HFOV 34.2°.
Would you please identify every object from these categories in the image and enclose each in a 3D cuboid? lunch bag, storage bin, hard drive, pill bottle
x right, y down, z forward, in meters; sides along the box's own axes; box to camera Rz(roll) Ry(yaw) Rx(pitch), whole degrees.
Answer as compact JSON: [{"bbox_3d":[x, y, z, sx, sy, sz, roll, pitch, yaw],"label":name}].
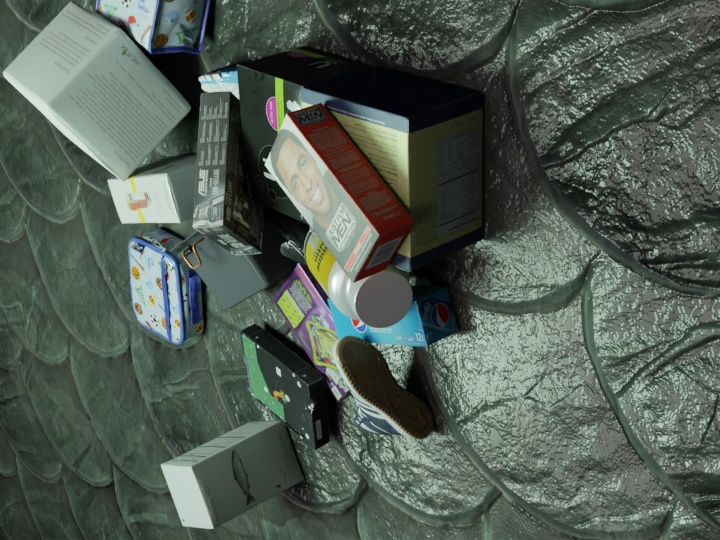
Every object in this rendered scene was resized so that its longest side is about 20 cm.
[{"bbox_3d":[-0.350,0.027,2.121,0.160,0.075,0.201,26,128,39],"label":"lunch bag"},{"bbox_3d":[-0.196,-0.023,1.858,0.135,0.145,0.200,57,144,-3],"label":"storage bin"},{"bbox_3d":[-0.124,0.190,1.933,0.200,0.038,0.140,32,137,43],"label":"hard drive"},{"bbox_3d":[0.000,0.000,1.579,0.200,0.112,0.112,-130,33,-61],"label":"pill bottle"},{"bbox_3d":[-0.313,-0.454,1.784,0.170,0.124,0.200,39,124,33],"label":"lunch bag"}]

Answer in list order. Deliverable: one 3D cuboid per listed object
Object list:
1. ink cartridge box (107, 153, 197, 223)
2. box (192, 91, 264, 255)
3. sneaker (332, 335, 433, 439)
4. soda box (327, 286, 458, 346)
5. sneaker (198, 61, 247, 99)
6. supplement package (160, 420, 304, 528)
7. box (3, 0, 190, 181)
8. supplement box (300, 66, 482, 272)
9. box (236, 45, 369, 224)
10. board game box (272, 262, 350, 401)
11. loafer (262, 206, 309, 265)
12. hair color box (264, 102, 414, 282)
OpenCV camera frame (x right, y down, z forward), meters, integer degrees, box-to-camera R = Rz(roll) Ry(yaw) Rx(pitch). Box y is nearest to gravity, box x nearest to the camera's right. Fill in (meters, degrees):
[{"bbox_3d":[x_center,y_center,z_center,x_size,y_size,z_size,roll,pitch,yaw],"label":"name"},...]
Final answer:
[{"bbox_3d":[-0.296,-0.135,1.908,0.200,0.145,0.084,3,112,51],"label":"ink cartridge box"},{"bbox_3d":[-0.185,-0.137,1.690,0.050,0.158,0.201,-2,77,16],"label":"box"},{"bbox_3d":[0.009,0.174,1.705,0.200,0.070,0.108,47,153,-21],"label":"sneaker"},{"bbox_3d":[0.043,0.062,1.651,0.200,0.064,0.068,-1,108,51],"label":"soda box"},{"bbox_3d":[-0.169,-0.266,1.743,0.200,0.075,0.087,7,120,50],"label":"sneaker"},{"bbox_3d":[-0.220,0.349,2.018,0.117,0.200,0.117,-11,100,53],"label":"supplement package"},{"bbox_3d":[-0.424,-0.289,1.884,0.199,0.171,0.200,34,169,47],"label":"box"},{"bbox_3d":[0.041,-0.134,1.491,0.200,0.134,0.200,23,125,43],"label":"supplement box"},{"bbox_3d":[-0.074,-0.189,1.617,0.148,0.124,0.201,24,127,42],"label":"box"},{"bbox_3d":[-0.057,0.094,1.825,0.200,0.032,0.120,57,147,13],"label":"board game box"},{"bbox_3d":[-0.084,-0.040,1.742,0.070,0.068,0.201,-41,67,12],"label":"loafer"},{"bbox_3d":[-0.029,-0.096,1.433,0.200,0.061,0.102,53,142,20],"label":"hair color box"}]
